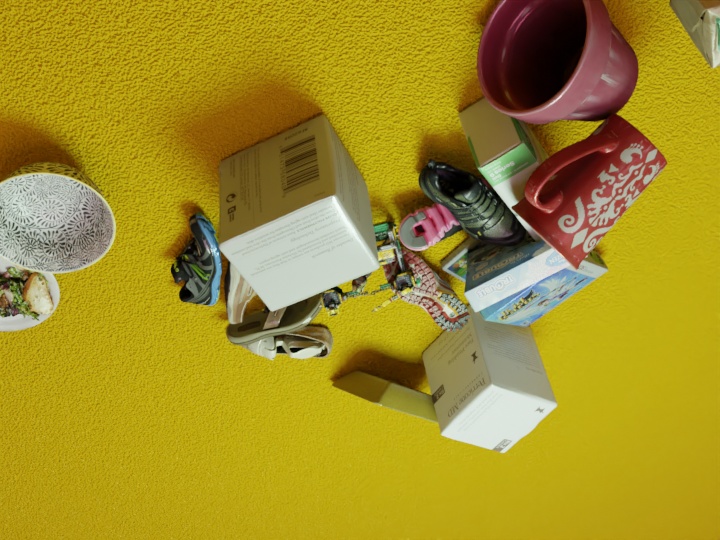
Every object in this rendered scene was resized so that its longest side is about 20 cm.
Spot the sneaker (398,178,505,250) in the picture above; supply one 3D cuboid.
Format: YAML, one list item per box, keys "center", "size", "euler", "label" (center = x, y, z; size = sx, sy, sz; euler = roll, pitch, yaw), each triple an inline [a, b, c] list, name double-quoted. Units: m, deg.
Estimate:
- center: [0.156, -0.092, 1.591]
  size: [0.199, 0.079, 0.095]
  euler: [-24, 170, -2]
  label: "sneaker"

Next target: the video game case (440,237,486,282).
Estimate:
- center: [0.276, -0.031, 1.696]
  size: [0.182, 0.022, 0.200]
  euler: [28, 124, -32]
  label: "video game case"

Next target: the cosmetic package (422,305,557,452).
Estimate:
- center: [0.243, 0.209, 1.797]
  size: [0.164, 0.201, 0.165]
  euler: [20, 127, -27]
  label: "cosmetic package"

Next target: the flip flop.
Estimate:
- center: [-0.155, 0.074, 1.681]
  size: [0.199, 0.081, 0.058]
  euler: [-19, 123, 9]
  label: "flip flop"

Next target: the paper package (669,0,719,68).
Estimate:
- center: [0.535, -0.396, 1.269]
  size: [0.199, 0.191, 0.104]
  euler: [-19, 134, 10]
  label: "paper package"

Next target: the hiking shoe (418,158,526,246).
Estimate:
- center: [0.179, -0.104, 1.494]
  size: [0.199, 0.101, 0.076]
  euler: [33, 87, 2]
  label: "hiking shoe"

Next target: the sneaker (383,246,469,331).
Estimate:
- center: [0.110, 0.029, 1.686]
  size: [0.078, 0.082, 0.200]
  euler: [-42, 111, 8]
  label: "sneaker"

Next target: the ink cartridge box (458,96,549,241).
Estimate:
- center: [0.249, -0.163, 1.473]
  size: [0.084, 0.147, 0.200]
  euler: [-30, 131, 18]
  label: "ink cartridge box"

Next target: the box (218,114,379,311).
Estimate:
- center: [-0.097, -0.088, 1.445]
  size: [0.199, 0.200, 0.172]
  euler: [-22, 134, 14]
  label: "box"

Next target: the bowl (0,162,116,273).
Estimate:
- center: [-0.475, -0.099, 1.438]
  size: [0.199, 0.095, 0.202]
  euler: [-5, 134, -6]
  label: "bowl"

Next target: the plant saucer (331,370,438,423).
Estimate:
- center: [0.072, 0.248, 1.848]
  size: [0.199, 0.200, 0.049]
  euler: [20, 85, -28]
  label: "plant saucer"

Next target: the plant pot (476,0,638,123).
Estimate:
- center: [0.295, -0.296, 1.335]
  size: [0.178, 0.201, 0.200]
  euler: [12, 133, -41]
  label: "plant pot"

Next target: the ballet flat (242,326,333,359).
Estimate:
- center: [-0.146, 0.134, 1.744]
  size: [0.198, 0.068, 0.068]
  euler: [1, 130, -11]
  label: "ballet flat"

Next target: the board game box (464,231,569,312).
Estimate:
- center: [0.270, -0.026, 1.549]
  size: [0.199, 0.199, 0.044]
  euler: [-28, 104, 16]
  label: "board game box"

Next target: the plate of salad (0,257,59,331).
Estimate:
- center: [-0.613, 0.041, 1.581]
  size: [0.198, 0.048, 0.201]
  euler: [-5, 135, -5]
  label: "plate of salad"

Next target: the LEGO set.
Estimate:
- center: [0.000, 0.000, 1.575]
  size: [0.198, 0.116, 0.155]
  euler: [-5, 102, 5]
  label: "LEGO set"

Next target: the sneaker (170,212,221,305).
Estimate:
- center: [-0.277, -0.011, 1.576]
  size: [0.082, 0.071, 0.200]
  euler: [-4, 138, -15]
  label: "sneaker"

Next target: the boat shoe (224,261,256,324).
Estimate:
- center: [-0.196, 0.017, 1.619]
  size: [0.071, 0.076, 0.201]
  euler: [1, 135, -14]
  label: "boat shoe"

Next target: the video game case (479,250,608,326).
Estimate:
- center: [0.330, 0.028, 1.695]
  size: [0.200, 0.046, 0.181]
  euler: [-39, 153, 24]
  label: "video game case"

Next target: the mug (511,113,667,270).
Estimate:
- center: [0.330, -0.118, 1.339]
  size: [0.200, 0.133, 0.177]
  euler: [-46, 168, 9]
  label: "mug"
